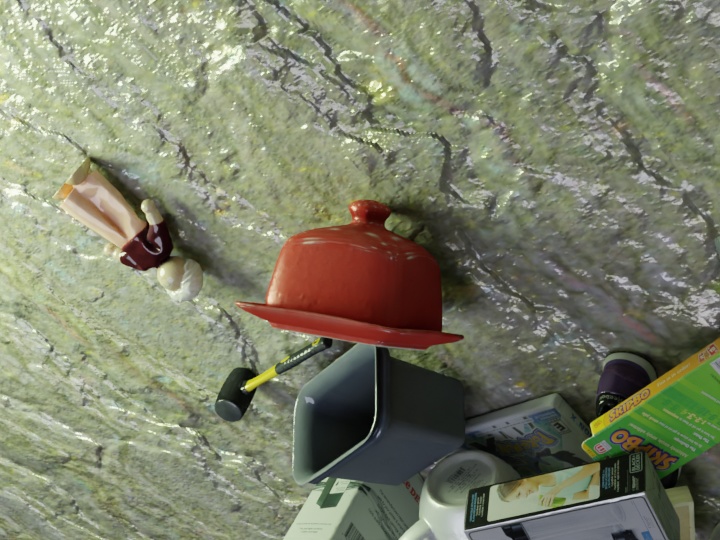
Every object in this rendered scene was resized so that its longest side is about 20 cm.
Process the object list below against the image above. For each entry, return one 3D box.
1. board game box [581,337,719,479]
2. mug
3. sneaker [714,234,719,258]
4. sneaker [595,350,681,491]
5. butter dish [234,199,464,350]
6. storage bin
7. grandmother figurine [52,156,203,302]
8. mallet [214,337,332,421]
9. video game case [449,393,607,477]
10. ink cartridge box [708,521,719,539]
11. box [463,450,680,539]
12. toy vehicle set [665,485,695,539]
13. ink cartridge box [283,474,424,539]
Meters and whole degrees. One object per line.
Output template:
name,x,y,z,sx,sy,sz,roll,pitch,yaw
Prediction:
board game box,0.327,0.146,1.624,0.200,0.030,0.096,-38,117,17
mug,0.121,0.313,1.848,0.148,0.199,0.176,42,160,52
sneaker,0.396,0.024,1.496,0.074,0.081,0.200,-38,131,9
sneaker,0.287,0.186,1.719,0.075,0.088,0.201,1,133,31
butter dish,0.000,0.000,1.671,0.198,0.149,0.200,9,179,25
storage bin,0.025,0.168,1.850,0.134,0.146,0.200,15,148,-26
grandmother figurine,-0.264,-0.038,1.859,0.200,0.061,0.121,42,149,-9
mallet,-0.106,0.128,1.929,0.041,0.066,0.200,43,140,-17
video game case,0.210,0.230,1.870,0.182,0.022,0.200,46,139,-19
ink cartridge box,0.456,0.318,1.707,0.147,0.145,0.200,26,141,5
box,0.220,0.265,1.664,0.199,0.060,0.117,-15,126,22
toy vehicle set,0.272,0.311,1.779,0.199,0.027,0.125,-10,123,-1
ink cartridge box,-0.001,0.323,1.965,0.083,0.200,0.147,-6,128,41
